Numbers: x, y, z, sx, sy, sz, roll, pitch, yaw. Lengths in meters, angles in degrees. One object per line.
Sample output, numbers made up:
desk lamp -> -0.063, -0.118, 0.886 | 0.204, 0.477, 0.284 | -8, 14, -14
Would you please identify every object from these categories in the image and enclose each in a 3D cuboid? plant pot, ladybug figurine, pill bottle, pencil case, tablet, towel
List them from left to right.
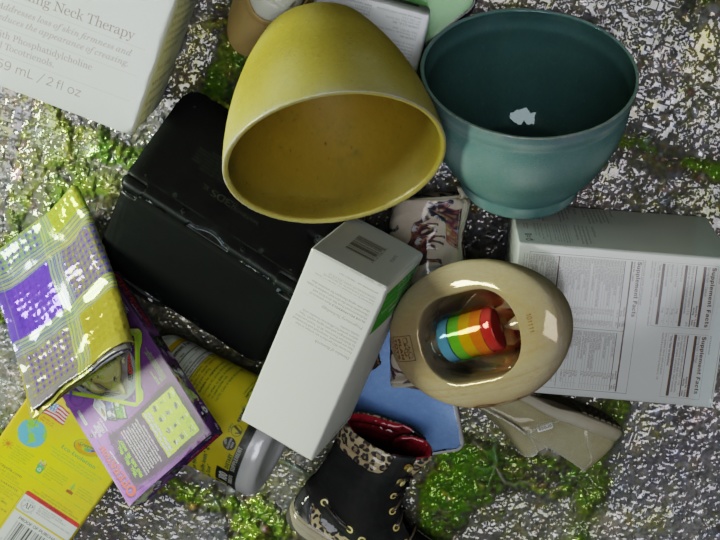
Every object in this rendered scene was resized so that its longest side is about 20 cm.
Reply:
towel -> -0.299, 0.031, 1.532 | 0.143, 0.023, 0.200 | -34, 61, 24
pill bottle -> -0.172, 0.136, 1.577 | 0.200, 0.112, 0.113 | 26, 107, 10
plant pot -> -0.033, -0.156, 1.406 | 0.199, 0.142, 0.200 | -7, 150, -4
tablet -> 0.029, 0.104, 1.618 | 0.130, 0.014, 0.201 | -10, 105, 6
pencil case -> 0.072, 0.017, 1.529 | 0.089, 0.078, 0.201 | 0, 89, 23
ladybug figurine -> 0.113, 0.054, 1.421 | 0.200, 0.072, 0.136 | -10, 95, 40
plant pot -> 0.154, -0.134, 1.462 | 0.200, 0.201, 0.134 | 2, 133, 2

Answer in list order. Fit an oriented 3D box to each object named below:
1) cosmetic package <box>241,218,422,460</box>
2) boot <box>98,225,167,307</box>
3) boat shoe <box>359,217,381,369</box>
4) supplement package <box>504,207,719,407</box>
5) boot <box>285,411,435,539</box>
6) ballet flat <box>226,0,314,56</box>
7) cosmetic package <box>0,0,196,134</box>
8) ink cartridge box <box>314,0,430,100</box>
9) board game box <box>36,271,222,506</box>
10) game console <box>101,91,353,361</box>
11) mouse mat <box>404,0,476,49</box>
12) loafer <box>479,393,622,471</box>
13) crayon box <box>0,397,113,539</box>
cosmetic package -> -0.028, 0.063, 1.467 | 0.085, 0.108, 0.200 | 27, 117, 11
boot -> -0.163, -0.011, 1.572 | 0.200, 0.070, 0.132 | 39, 108, 3
boat shoe -> 0.001, 0.000, 1.551 | 0.075, 0.075, 0.203 | -15, 98, -7
supplement package -> 0.241, 0.030, 1.512 | 0.199, 0.152, 0.151 | 5, 107, 1
boot -> 0.037, 0.243, 1.618 | 0.200, 0.073, 0.151 | 26, 118, 2
ballet flat -> -0.057, -0.286, 1.433 | 0.069, 0.063, 0.200 | 37, 90, -1
cosmetic package -> -0.244, -0.259, 1.444 | 0.167, 0.166, 0.201 | 20, 106, -3
ink cartridge box -> -0.034, -0.177, 1.512 | 0.162, 0.057, 0.201 | 14, 109, -2
board game box -> -0.231, 0.114, 1.519 | 0.120, 0.032, 0.200 | -40, 72, 14
game console -> -0.131, -0.042, 1.513 | 0.200, 0.116, 0.176 | 32, 76, 3
mouse mat -> -0.005, -0.289, 1.506 | 0.161, 0.008, 0.200 | -36, 101, 13
loafer -> 0.168, 0.153, 1.591 | 0.199, 0.076, 0.068 | 20, 96, -4
crayon box -> -0.326, 0.207, 1.647 | 0.127, 0.051, 0.200 | 35, 106, -8
